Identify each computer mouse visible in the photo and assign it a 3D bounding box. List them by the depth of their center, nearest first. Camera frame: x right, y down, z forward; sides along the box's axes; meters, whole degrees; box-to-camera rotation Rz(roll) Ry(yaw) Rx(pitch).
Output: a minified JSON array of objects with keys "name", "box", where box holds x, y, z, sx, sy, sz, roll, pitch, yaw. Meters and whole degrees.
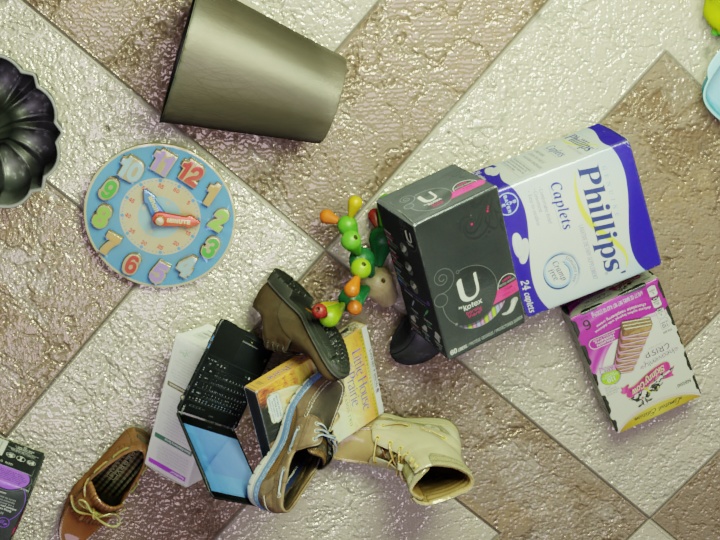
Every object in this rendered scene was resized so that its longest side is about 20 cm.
[{"name":"computer mouse","box":[0.092,0.044,1.488,0.140,0.046,0.200,29,104,-33]}]

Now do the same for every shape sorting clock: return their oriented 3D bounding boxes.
[{"name":"shape sorting clock","box":[-0.264,-0.070,1.439,0.199,0.039,0.201,-2,109,-5]}]

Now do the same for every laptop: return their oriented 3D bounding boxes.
[{"name":"laptop","box":[-0.151,0.188,1.417,0.103,0.177,0.201,23,82,22]}]

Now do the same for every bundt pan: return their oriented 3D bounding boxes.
[{"name":"bundt pan","box":[-0.467,-0.179,1.363,0.201,0.076,0.203,-2,109,-5]}]

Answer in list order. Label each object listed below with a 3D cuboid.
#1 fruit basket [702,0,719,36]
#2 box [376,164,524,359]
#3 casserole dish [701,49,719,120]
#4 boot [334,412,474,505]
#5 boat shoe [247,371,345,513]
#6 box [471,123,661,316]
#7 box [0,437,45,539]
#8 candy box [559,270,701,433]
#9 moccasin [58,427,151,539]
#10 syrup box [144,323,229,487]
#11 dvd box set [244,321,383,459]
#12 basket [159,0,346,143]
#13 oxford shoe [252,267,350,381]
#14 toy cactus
[{"name":"fruit basket","box":[0.492,-0.394,1.354,0.214,0.155,0.217,0,91,-9]},{"name":"box","box":[0.116,-0.011,1.381,0.122,0.106,0.201,-26,120,-16]},{"name":"casserole dish","box":[0.538,-0.234,1.456,0.199,0.039,0.121,30,103,-17]},{"name":"boot","box":[0.051,0.264,1.520,0.199,0.156,0.073,3,109,-6]},{"name":"boat shoe","box":[-0.066,0.225,1.415,0.072,0.072,0.201,39,72,-42]},{"name":"box","box":[0.270,-0.068,1.448,0.199,0.105,0.185,-22,110,-3]},{"name":"box","box":[-0.535,0.339,1.517,0.122,0.106,0.201,24,106,-11]},{"name":"candy box","box":[0.383,0.113,1.551,0.136,0.061,0.201,-25,110,3]},{"name":"moccasin","box":[-0.359,0.315,1.540,0.074,0.078,0.201,41,101,-17]},{"name":"syrup box","box":[-0.223,0.184,1.493,0.081,0.079,0.201,24,109,22]},{"name":"dvd box set","box":[-0.058,0.176,1.484,0.200,0.029,0.147,-28,119,-35]},{"name":"basket","box":[-0.127,-0.240,1.349,0.199,0.136,0.181,15,111,-14]},{"name":"oxford shoe","box":[-0.080,0.089,1.438,0.084,0.200,0.073,-49,136,9]},{"name":"toy cactus","box":[0.000,0.000,1.448,0.102,0.201,0.165,5,153,26]}]
